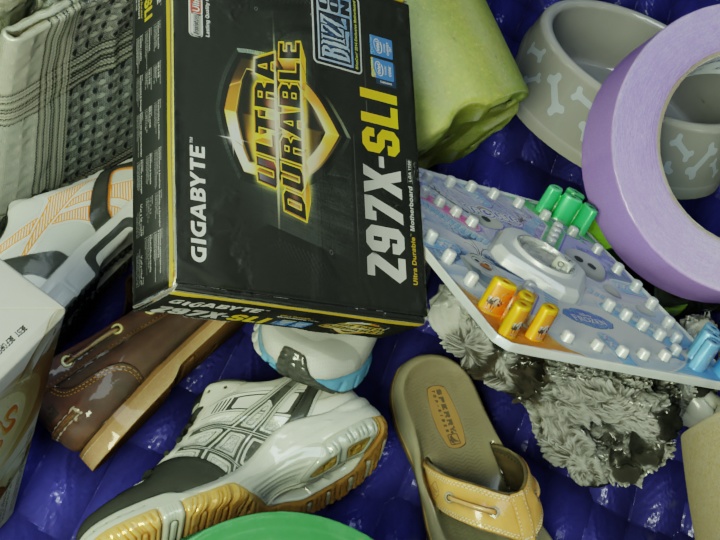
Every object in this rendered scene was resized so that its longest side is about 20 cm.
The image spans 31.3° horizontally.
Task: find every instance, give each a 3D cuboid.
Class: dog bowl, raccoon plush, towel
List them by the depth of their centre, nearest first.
[{"bbox_3d":[-0.145,-0.126,0.766,0.035,0.200,0.192,42,49,18],"label":"towel"},{"bbox_3d":[0.154,0.043,0.832,0.200,0.097,0.134,47,43,-7],"label":"raccoon plush"},{"bbox_3d":[0.210,-0.141,1.001,0.199,0.059,0.200,16,37,-13],"label":"dog bowl"}]

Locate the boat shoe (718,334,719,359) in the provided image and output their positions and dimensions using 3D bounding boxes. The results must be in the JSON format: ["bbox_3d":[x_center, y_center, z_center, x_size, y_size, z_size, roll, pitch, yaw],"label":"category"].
[{"bbox_3d":[0.278,0.101,0.839,0.072,0.065,0.201,-14,88,13],"label":"boat shoe"}]

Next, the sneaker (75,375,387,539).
[{"bbox_3d":[-0.081,0.110,0.717,0.200,0.076,0.088,-20,52,-39],"label":"sneaker"}]

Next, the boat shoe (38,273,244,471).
[{"bbox_3d":[-0.112,0.027,0.753,0.070,0.070,0.200,42,50,4],"label":"boat shoe"}]

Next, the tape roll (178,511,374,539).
[{"bbox_3d":[-0.042,0.221,0.623,0.200,0.048,0.201,11,66,-26],"label":"tape roll"}]

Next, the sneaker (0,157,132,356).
[{"bbox_3d":[-0.166,-0.032,0.773,0.080,0.074,0.200,34,49,5],"label":"sneaker"}]

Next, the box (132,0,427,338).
[{"bbox_3d":[-0.043,-0.070,0.698,0.159,0.049,0.201,10,70,-36],"label":"box"}]

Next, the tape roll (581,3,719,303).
[{"bbox_3d":[0.258,-0.079,0.887,0.199,0.066,0.201,1,84,-9],"label":"tape roll"}]

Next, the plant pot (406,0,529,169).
[{"bbox_3d":[0.014,-0.160,0.887,0.200,0.200,0.185,-26,80,-36],"label":"plant pot"}]

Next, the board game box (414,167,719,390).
[{"bbox_3d":[0.112,-0.009,0.780,0.199,0.026,0.200,12,28,-36],"label":"board game box"}]

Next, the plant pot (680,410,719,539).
[{"bbox_3d":[0.271,0.164,0.730,0.187,0.187,0.200,-13,70,-31],"label":"plant pot"}]

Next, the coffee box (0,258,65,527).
[{"bbox_3d":[-0.211,0.084,0.582,0.080,0.200,0.114,35,49,5],"label":"coffee box"}]

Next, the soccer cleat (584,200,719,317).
[{"bbox_3d":[0.246,0.007,0.940,0.199,0.068,0.081,20,60,-2],"label":"soccer cleat"}]

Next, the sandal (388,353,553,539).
[{"bbox_3d":[0.075,0.130,0.772,0.080,0.054,0.200,-6,58,-28],"label":"sandal"}]

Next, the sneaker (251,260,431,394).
[{"bbox_3d":[0.000,0.000,0.781,0.075,0.087,0.200,30,31,7],"label":"sneaker"}]
